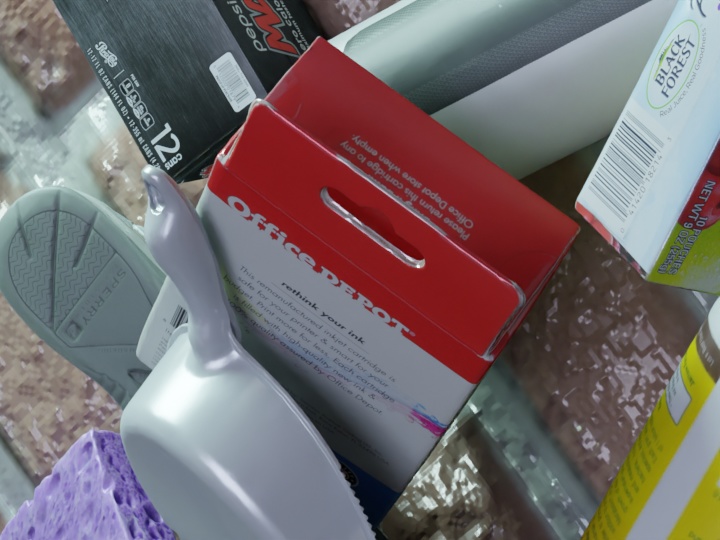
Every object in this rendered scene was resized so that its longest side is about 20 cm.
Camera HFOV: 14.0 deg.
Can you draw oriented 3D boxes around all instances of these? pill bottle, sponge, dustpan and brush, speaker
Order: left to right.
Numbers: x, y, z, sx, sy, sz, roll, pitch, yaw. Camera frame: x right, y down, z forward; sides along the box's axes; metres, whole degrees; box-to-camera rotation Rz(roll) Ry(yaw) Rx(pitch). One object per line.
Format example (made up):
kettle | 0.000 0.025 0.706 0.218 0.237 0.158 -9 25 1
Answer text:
sponge | -0.095 0.174 1.164 0.112 0.030 0.201 -50 49 35
dustpan and brush | -0.047 0.049 1.040 0.139 0.057 0.200 28 155 47
speaker | 0.080 -0.088 1.057 0.199 0.081 0.082 -26 85 29
pill bottle | 0.131 0.111 1.041 0.109 0.109 0.201 35 113 19

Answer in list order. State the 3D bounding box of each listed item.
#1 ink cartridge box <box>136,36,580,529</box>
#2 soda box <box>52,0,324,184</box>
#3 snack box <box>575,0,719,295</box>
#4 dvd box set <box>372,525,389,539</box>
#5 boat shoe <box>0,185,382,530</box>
ink cartridge box | 0.000 0.000 1.035 0.116 0.067 0.200 36 150 3
soda box | -0.088 -0.135 1.143 0.063 0.071 0.201 -35 80 29
snack box | 0.176 -0.083 0.969 0.053 0.142 0.201 48 120 45
dvd box set | -0.009 0.209 1.100 0.146 0.029 0.201 42 120 46
boat shoe | -0.063 0.045 1.169 0.202 0.065 0.075 44 105 10
